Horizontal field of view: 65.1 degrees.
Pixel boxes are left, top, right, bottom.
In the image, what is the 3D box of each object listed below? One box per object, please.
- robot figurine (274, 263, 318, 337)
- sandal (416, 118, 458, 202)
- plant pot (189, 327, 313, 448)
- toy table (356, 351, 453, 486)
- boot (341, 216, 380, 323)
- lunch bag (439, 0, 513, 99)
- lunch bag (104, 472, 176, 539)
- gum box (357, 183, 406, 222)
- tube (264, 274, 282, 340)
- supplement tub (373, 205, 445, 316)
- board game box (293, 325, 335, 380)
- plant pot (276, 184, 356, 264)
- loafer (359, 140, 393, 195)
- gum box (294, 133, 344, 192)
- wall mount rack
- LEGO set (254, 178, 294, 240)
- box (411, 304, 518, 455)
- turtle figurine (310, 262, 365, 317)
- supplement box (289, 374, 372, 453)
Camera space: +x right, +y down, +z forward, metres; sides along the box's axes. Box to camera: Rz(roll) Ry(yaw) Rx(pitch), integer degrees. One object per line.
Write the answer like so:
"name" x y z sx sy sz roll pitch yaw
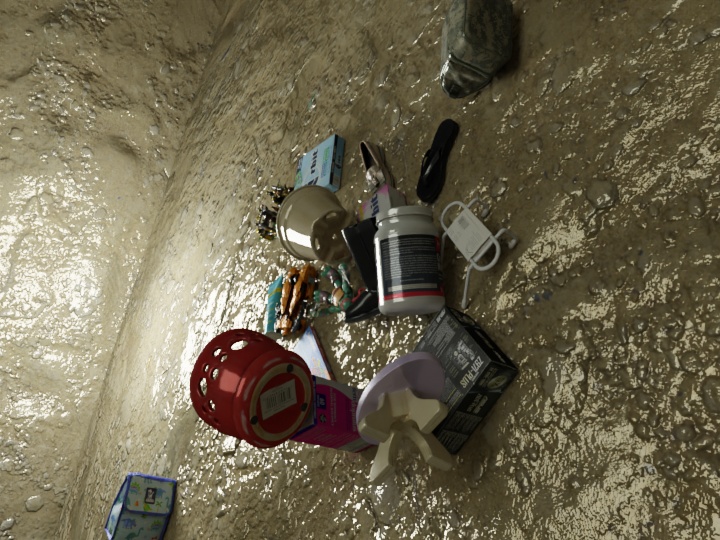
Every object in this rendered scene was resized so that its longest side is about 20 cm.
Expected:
"robot figurine" -0.181 0.088 1.581 0.143 0.057 0.206 -8 65 52
"sandal" 0.168 -0.257 1.307 0.075 0.042 0.206 7 78 54
"plant pot" -0.199 0.228 1.072 0.180 0.198 0.206 13 82 46
"toy table" 0.070 0.246 0.927 0.118 0.179 0.204 -102 33 -59
"boot" 0.001 0.000 1.260 0.161 0.205 0.066 -21 9 18
"lunch bag" 0.244 -0.509 1.260 0.167 0.136 0.206 140 142 -58
"lunch bag" -0.708 0.770 1.832 0.126 0.168 0.206 6 75 53
"gum box" 0.059 -0.086 1.343 0.113 0.065 0.205 -35 47 36
"tube" -0.257 0.111 1.689 0.077 0.050 0.204 -32 43 30
"supplement tub" 0.098 -0.016 1.156 0.138 0.138 0.207 -15 75 48
"board game box" -0.125 0.248 1.454 0.104 0.019 0.202 -55 37 21
"plant pot" -0.095 -0.103 1.430 0.183 0.197 0.205 30 96 60
"loafer" 0.034 -0.260 1.472 0.072 0.062 0.204 -41 43 31
"gum box" -0.131 -0.298 1.731 0.197 0.044 0.175 -21 56 46
"wall mount rack" 0.212 -0.037 1.112 0.175 0.074 0.202 -51 37 18
"LEGO set" -0.297 -0.198 1.838 0.152 0.114 0.205 16 85 55
"box" 0.163 0.199 1.033 0.203 0.085 0.164 -58 37 15
"turtle figurine" -0.062 0.061 1.401 0.151 0.100 0.200 -53 21 -1
"supplement box" -0.052 0.302 1.171 0.102 0.197 0.104 -33 47 35
